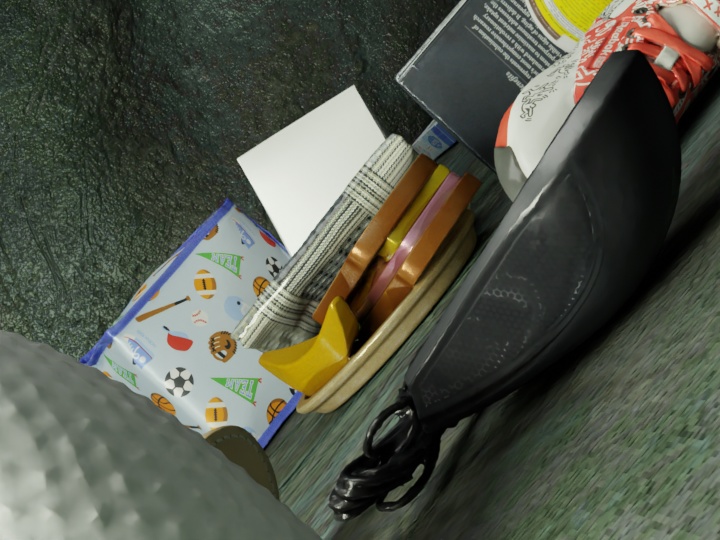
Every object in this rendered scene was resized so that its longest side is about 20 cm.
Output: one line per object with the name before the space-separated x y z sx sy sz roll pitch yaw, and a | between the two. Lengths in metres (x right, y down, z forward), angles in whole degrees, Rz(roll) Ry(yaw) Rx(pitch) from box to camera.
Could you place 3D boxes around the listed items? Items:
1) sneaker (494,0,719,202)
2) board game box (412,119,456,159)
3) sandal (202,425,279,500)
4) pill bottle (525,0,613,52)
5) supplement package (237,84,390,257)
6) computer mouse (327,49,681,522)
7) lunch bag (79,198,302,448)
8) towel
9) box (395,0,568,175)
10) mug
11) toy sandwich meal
sneaker | 0.131 -0.098 0.691 0.108 0.067 0.202 -49 0 38
board game box | 0.166 -0.257 2.232 0.200 0.043 0.199 -50 4 -8
sandal | -0.055 0.139 0.601 0.069 0.078 0.212 -21 26 36
pill bottle | 0.182 -0.213 0.967 0.109 0.109 0.200 -49 3 -16
supplement package | -0.015 -0.069 1.339 0.121 0.121 0.200 -31 -4 3
computer mouse | 0.066 0.008 0.560 0.139 0.052 0.201 -51 -7 -48
lunch bag | -0.118 0.058 1.339 0.200 0.170 0.124 -52 10 -31
towel | 0.000 0.000 1.163 0.193 0.034 0.200 -51 -19 2
box | 0.133 -0.197 1.290 0.197 0.124 0.200 -47 4 7
mug | -0.114 0.124 0.457 0.200 0.175 0.148 -50 3 -14
toy sandwich meal | 0.006 0.012 1.058 0.205 0.070 0.205 -49 3 4
